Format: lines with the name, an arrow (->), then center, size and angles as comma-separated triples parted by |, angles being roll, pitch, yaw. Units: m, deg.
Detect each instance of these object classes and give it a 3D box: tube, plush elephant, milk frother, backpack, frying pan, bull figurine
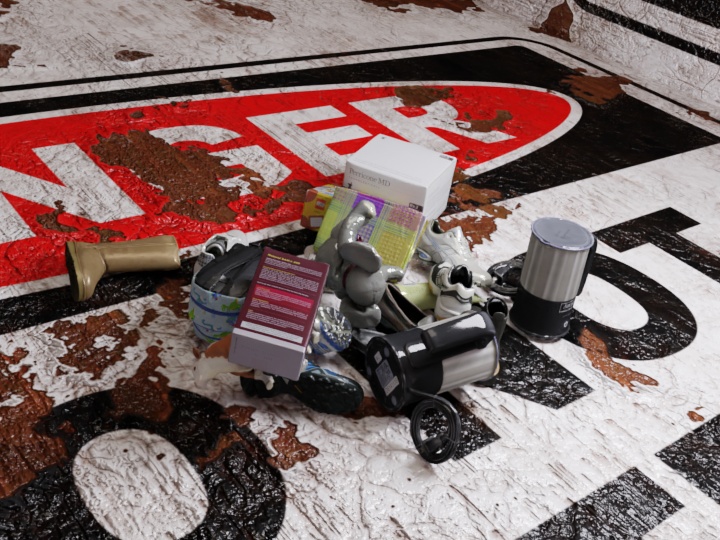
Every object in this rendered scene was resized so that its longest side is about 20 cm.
tube -> 0.141, 0.047, 1.692 | 0.196, 0.052, 0.059 | -5, 72, -35
plush elephant -> 0.000, 0.000, 1.550 | 0.153, 0.168, 0.198 | 30, 39, 30
milk frother -> 0.135, 0.176, 1.391 | 0.185, 0.205, 0.180 | -13, -5, -28
backpack -> -0.205, 0.041, 1.517 | 0.160, 0.157, 0.200 | 23, 11, 13
frying pan -> 0.015, 0.115, 1.537 | 0.113, 0.032, 0.189 | 9, 15, -42
bull figurine -> -0.156, 0.122, 1.343 | 0.120, 0.066, 0.198 | 27, 44, 36
milk frother -> 0.327, -0.012, 1.687 | 0.197, 0.192, 0.180 | 22, 32, 22

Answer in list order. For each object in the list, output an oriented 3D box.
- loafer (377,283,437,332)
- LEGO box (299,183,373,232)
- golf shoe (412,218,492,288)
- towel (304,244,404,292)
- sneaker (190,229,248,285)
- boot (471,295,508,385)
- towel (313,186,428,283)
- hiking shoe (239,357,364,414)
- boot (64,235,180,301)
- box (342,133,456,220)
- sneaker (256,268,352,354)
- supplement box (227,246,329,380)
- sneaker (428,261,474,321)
loafer -> 0.099, 0.093, 1.567 | 0.198, 0.064, 0.071 | 33, 21, 30
LEGO box -> -0.002, -0.107, 1.836 | 0.196, 0.079, 0.149 | 19, 16, 16
golf shoe -> 0.185, -0.035, 1.760 | 0.198, 0.099, 0.078 | 30, 14, 36
towel -> -0.012, 0.002, 1.728 | 0.195, 0.035, 0.133 | 6, 30, -7
sneaker -> -0.252, -0.035, 1.673 | 0.075, 0.082, 0.201 | 11, 29, 6
boot -> 0.221, 0.083, 1.559 | 0.075, 0.141, 0.201 | 5, 30, -8
towel -> 0.018, -0.069, 1.721 | 0.196, 0.146, 0.023 | 19, -12, 17
hiking shoe -> -0.086, 0.160, 1.398 | 0.195, 0.076, 0.087 | 13, 34, 5
boot -> -0.416, -0.012, 1.599 | 0.195, 0.067, 0.176 | -3, 33, -23
box -> 0.082, -0.187, 1.975 | 0.195, 0.133, 0.200 | 20, 31, 17
sneaker -> -0.108, 0.072, 1.469 | 0.200, 0.084, 0.078 | 46, 41, -19
supplement box -> -0.117, 0.059, 1.319 | 0.106, 0.062, 0.202 | 15, 39, 0
sneaker -> 0.173, 0.022, 1.614 | 0.074, 0.089, 0.201 | 18, 24, -12
